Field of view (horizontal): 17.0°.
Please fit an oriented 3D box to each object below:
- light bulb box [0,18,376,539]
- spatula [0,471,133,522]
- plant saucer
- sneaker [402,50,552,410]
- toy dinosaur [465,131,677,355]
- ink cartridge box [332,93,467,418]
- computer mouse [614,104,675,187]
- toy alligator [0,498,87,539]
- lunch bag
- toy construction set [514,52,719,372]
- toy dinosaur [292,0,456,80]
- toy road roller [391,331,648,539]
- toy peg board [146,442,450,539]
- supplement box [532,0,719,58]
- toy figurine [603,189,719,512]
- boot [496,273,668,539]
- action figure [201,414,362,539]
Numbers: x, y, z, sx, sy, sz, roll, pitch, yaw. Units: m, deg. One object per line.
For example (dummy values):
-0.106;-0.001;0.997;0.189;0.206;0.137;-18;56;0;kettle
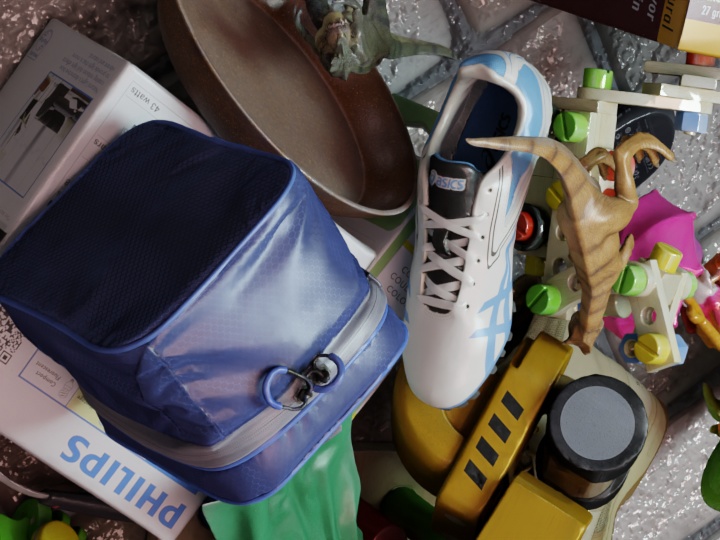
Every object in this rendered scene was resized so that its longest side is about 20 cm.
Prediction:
-0.137;0.006;1.333;0.198;0.125;0.201;38;87;-31;light bulb box
-0.194;0.120;1.378;0.199;0.056;0.021;21;74;-32;spatula
-0.046;-0.106;1.328;0.034;0.201;0.200;-36;124;23;plant saucer
0.054;-0.023;1.330;0.072;0.072;0.202;9;93;-55;sneaker
0.125;-0.034;1.311;0.107;0.060;0.201;-60;146;-33;toy dinosaur
0.000;0.000;1.416;0.059;0.104;0.200;40;84;-31;ink cartridge box
0.113;-0.050;1.508;0.199;0.034;0.059;-31;134;-11;computer mouse
-0.154;0.192;1.414;0.200;0.059;0.054;44;40;-19;toy alligator
-0.071;0.025;1.185;0.136;0.200;0.133;-45;123;-14;lunch bag
0.156;-0.044;1.424;0.092;0.131;0.201;25;78;-48;toy construction set
-0.005;-0.150;1.376;0.047;0.200;0.088;-32;85;21;toy dinosaur
0.067;0.127;1.390;0.145;0.123;0.201;28;76;8;toy road roller
-0.027;0.215;1.470;0.198;0.098;0.202;2;103;-28;toy peg board
0.204;-0.232;1.398;0.132;0.200;0.199;7;102;-29;supplement box
0.223;0.023;1.532;0.150;0.200;0.184;-37;103;28;toy figurine
0.102;0.119;1.502;0.156;0.073;0.201;47;64;-33;boot
-0.039;0.168;1.369;0.118;0.055;0.201;-32;133;-28;action figure
